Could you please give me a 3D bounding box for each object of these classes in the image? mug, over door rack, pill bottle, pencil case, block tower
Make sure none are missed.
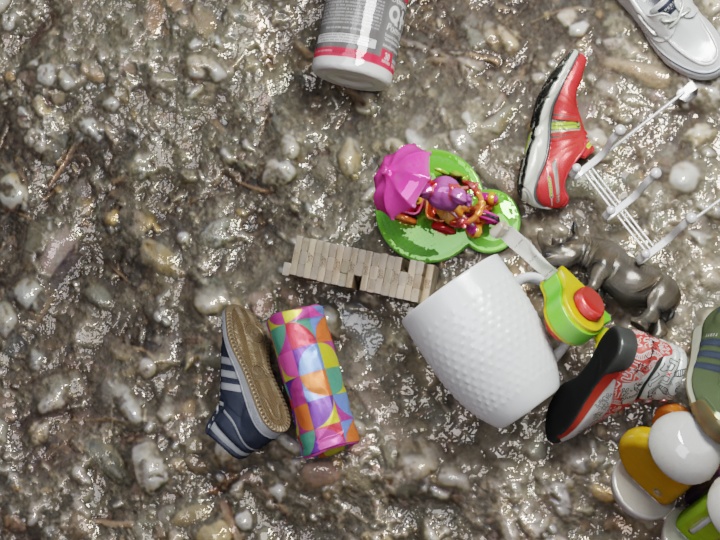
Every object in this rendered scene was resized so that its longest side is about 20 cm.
[{"bbox_3d":[0.177,0.081,1.315,0.199,0.148,0.176,-31,82,-21],"label":"mug"},{"bbox_3d":[0.373,-0.124,1.293,0.199,0.067,0.148,-35,76,-4],"label":"over door rack"},{"bbox_3d":[0.007,-0.348,1.414,0.109,0.111,0.203,11,87,16],"label":"pill bottle"},{"bbox_3d":[-0.063,0.142,1.397,0.087,0.088,0.203,-18,78,13],"label":"pencil case"},{"bbox_3d":[0.000,0.000,1.407,0.197,0.054,0.059,10,86,16],"label":"block tower"}]

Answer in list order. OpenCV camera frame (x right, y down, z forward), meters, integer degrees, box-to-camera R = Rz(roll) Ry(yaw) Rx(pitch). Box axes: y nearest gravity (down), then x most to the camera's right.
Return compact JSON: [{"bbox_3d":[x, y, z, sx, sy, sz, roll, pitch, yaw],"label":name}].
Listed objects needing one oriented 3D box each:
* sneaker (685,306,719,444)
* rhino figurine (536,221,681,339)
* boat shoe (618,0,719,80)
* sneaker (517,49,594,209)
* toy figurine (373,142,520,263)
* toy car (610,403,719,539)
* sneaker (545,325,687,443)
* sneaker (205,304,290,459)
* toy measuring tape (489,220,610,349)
[{"bbox_3d":[0.418,0.098,1.202,0.067,0.201,0.090,30,126,-5],"label":"sneaker"},{"bbox_3d":[0.302,0.006,1.318,0.199,0.060,0.088,33,73,17],"label":"rhino figurine"},{"bbox_3d":[0.377,-0.318,1.331,0.074,0.065,0.200,-45,75,6],"label":"boat shoe"},{"bbox_3d":[0.258,-0.175,1.357,0.084,0.077,0.203,15,93,-2],"label":"sneaker"},{"bbox_3d":[0.092,-0.087,1.324,0.197,0.184,0.152,17,89,16],"label":"toy figurine"},{"bbox_3d":[0.399,0.240,1.234,0.149,0.176,0.200,-33,71,-29],"label":"toy car"},{"bbox_3d":[0.306,0.151,1.278,0.106,0.202,0.068,14,43,-14],"label":"sneaker"},{"bbox_3d":[-0.166,0.151,1.428,0.108,0.070,0.202,-43,54,33],"label":"sneaker"},{"bbox_3d":[0.224,0.027,1.259,0.200,0.074,0.074,42,96,-7],"label":"toy measuring tape"}]
